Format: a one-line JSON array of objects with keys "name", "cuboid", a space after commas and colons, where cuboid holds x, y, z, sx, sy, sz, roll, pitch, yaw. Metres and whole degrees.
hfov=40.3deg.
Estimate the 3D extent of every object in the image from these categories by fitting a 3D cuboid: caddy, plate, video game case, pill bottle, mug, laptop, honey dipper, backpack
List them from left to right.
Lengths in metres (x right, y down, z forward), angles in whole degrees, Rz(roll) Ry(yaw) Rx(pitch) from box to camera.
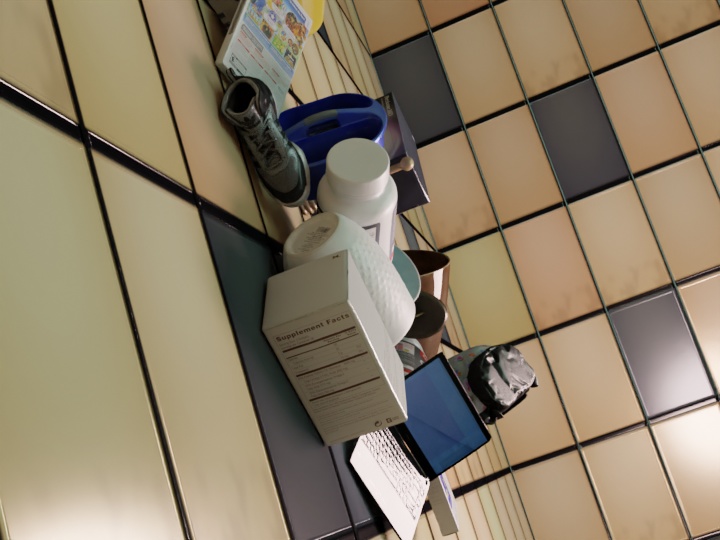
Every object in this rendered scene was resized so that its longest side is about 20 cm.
[{"name": "video game case", "cuboid": [-0.141, -0.343, 1.473, 0.143, 0.018, 0.203, 46, 52, -46]}, {"name": "caddy", "cuboid": [-0.053, -0.197, 1.489, 0.106, 0.197, 0.142, 78, -9, -47]}, {"name": "mug", "cuboid": [-0.038, 0.009, 1.363, 0.199, 0.147, 0.177, 29, -25, 56]}, {"name": "pill bottle", "cuboid": [-0.006, -0.088, 1.431, 0.202, 0.117, 0.121, 93, -12, -49]}, {"name": "honey dipper", "cuboid": [-0.006, -0.143, 1.599, 0.038, 0.197, 0.039, -22, 89, -81]}, {"name": "plate", "cuboid": [0.000, 0.000, 1.539, 0.202, 0.197, 0.026, -98, -153, -50]}, {"name": "pill bottle", "cuboid": [0.055, 0.176, 1.547, 0.200, 0.114, 0.117, -78, 146, -72]}, {"name": "laptop", "cuboid": [0.090, 0.257, 1.407, 0.179, 0.102, 0.201, 58, 34, -23]}, {"name": "backpack", "cuboid": [0.175, 0.204, 1.639, 0.166, 0.199, 0.128, -16, 77, -50]}]

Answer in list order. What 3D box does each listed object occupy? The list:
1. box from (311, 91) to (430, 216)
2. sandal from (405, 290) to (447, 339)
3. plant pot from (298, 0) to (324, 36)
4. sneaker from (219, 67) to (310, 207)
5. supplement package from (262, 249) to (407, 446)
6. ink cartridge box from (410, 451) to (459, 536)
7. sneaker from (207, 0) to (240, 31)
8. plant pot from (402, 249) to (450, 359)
[{"name": "box", "cuboid": [0.001, -0.184, 1.724, 0.202, 0.196, 0.124, -100, 165, -49]}, {"name": "sandal", "cuboid": [0.041, 0.055, 1.565, 0.055, 0.197, 0.083, -49, 163, -75]}, {"name": "plant pot", "cuboid": [-0.136, -0.506, 1.681, 0.191, 0.197, 0.203, 81, -1, -45]}, {"name": "sneaker", "cuboid": [-0.137, -0.183, 1.346, 0.203, 0.075, 0.114, 66, 10, 11]}, {"name": "supplement package", "cuboid": [-0.029, 0.099, 1.237, 0.118, 0.116, 0.202, -90, 158, -58]}, {"name": "ink cartridge box", "cuboid": [0.113, 0.317, 1.588, 0.095, 0.036, 0.203, -80, 152, -75]}, {"name": "sneaker", "cuboid": [-0.187, -0.410, 1.532, 0.115, 0.079, 0.202, -95, 170, -68]}, {"name": "plant pot", "cuboid": [0.075, 0.085, 1.733, 0.187, 0.183, 0.204, -75, 159, -73]}]
